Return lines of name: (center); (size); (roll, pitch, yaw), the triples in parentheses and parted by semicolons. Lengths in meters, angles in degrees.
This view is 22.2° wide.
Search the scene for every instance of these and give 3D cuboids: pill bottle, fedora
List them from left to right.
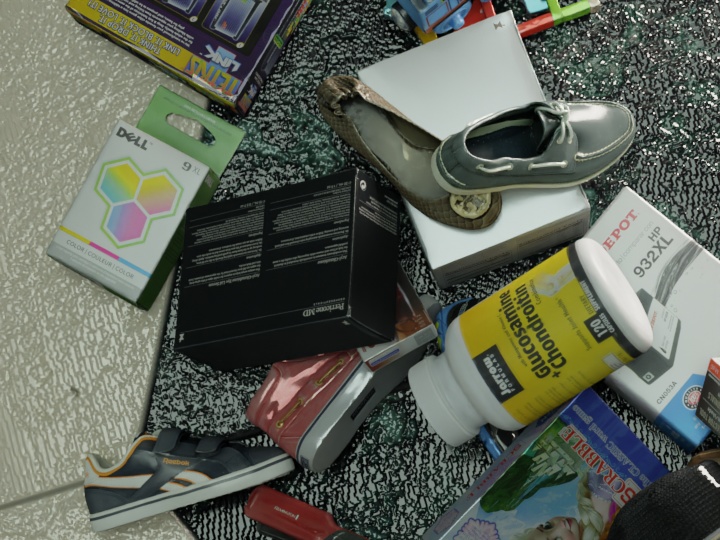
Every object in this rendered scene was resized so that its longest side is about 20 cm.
pill bottle: (0.144, 0.068, 1.589); (0.199, 0.112, 0.113); (-34, 78, 15)
fedora: (0.272, 0.226, 1.556); (0.200, 0.201, 0.092); (-35, 69, -1)

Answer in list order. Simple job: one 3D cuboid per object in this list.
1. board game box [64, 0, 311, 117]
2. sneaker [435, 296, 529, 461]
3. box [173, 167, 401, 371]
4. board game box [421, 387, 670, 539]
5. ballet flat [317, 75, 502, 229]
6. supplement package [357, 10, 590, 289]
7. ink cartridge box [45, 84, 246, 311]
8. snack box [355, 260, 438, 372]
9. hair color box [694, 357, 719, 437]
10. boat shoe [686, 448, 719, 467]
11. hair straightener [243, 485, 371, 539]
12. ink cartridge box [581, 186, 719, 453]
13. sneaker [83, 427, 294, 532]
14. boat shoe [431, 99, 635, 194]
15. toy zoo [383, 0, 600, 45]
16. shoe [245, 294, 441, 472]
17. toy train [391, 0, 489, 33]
board game box: (-0.159, -0.270, 1.784); (0.199, 0.057, 0.166); (30, 87, 10)
sneaker: (0.136, 0.113, 1.677); (0.082, 0.071, 0.201); (-26, 75, 7)
box: (-0.067, 0.003, 1.662); (0.199, 0.079, 0.142); (-11, 63, 33)
board game box: (0.192, 0.236, 1.628); (0.200, 0.041, 0.200); (45, 87, -12)
ballet flat: (0.041, -0.107, 1.626); (0.200, 0.046, 0.067); (40, 89, 12)
supplement package: (0.105, -0.109, 1.699); (0.155, 0.111, 0.201); (-21, 78, 2)
ink cartridge box: (-0.203, -0.075, 1.752); (0.103, 0.059, 0.201); (28, 84, 10)
snack box: (0.000, 0.000, 1.694); (0.072, 0.024, 0.201); (-29, 53, 2)
hair color box: (0.404, 0.119, 1.580); (0.198, 0.111, 0.064); (-5, 120, -26)
boat shoe: (0.380, 0.167, 1.637); (0.198, 0.072, 0.069); (2, 64, -13)
hair straightener: (-0.009, 0.251, 1.670); (0.199, 0.077, 0.041); (13, 62, 24)
ink cartridge box: (0.271, 0.045, 1.667); (0.200, 0.084, 0.145); (40, 88, 11)
sneaker: (-0.163, 0.179, 1.694); (0.198, 0.078, 0.080); (-16, 84, 5)
boat shoe: (0.160, -0.113, 1.597); (0.198, 0.062, 0.073); (-13, 73, -20)
toy zoo: (0.117, -0.279, 1.773); (0.198, 0.020, 0.132); (-20, 79, 3)
shoe: (-0.016, 0.085, 1.698); (0.091, 0.072, 0.200); (33, 74, 25)
toy train: (0.108, -0.299, 1.708); (0.199, 0.114, 0.087); (-38, 78, -1)
